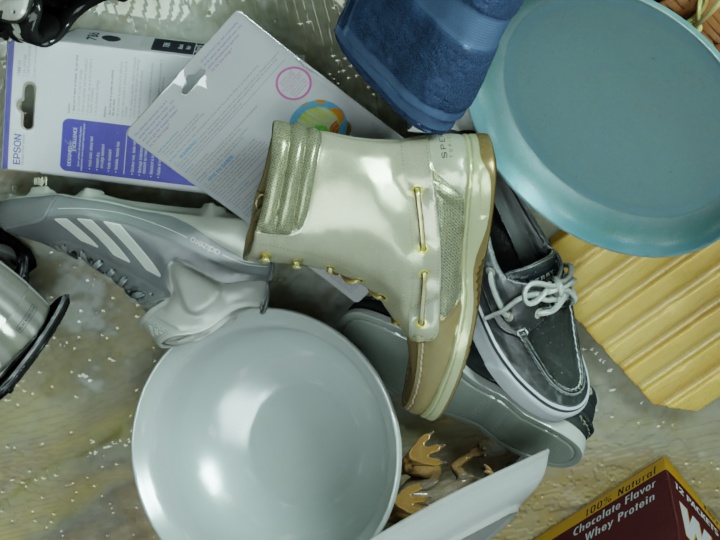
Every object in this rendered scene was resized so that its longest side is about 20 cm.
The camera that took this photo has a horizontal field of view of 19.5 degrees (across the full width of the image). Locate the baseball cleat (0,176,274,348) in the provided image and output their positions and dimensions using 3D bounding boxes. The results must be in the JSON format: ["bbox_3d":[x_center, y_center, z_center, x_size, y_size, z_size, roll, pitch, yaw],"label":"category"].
[{"bbox_3d":[-0.158,-0.003,1.425,0.200,0.070,0.107,5,83,14],"label":"baseball cleat"}]

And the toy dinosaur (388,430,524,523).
[{"bbox_3d":[0.035,0.168,1.507,0.200,0.060,0.106,-13,153,2],"label":"toy dinosaur"}]

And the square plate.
[{"bbox_3d":[0.023,0.209,1.446,0.028,0.200,0.198,56,140,14],"label":"square plate"}]

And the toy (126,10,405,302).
[{"bbox_3d":[-0.040,-0.079,1.386,0.200,0.047,0.115,38,112,-18],"label":"toy"}]

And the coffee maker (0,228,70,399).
[{"bbox_3d":[-0.334,0.022,1.433,0.192,0.135,0.200,-41,106,18],"label":"coffee maker"}]

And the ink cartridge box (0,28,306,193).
[{"bbox_3d":[-0.140,-0.107,1.423,0.200,0.039,0.100,7,114,-3],"label":"ink cartridge box"}]

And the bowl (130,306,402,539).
[{"bbox_3d":[-0.053,0.125,1.473,0.201,0.090,0.201,-1,89,21],"label":"bowl"}]

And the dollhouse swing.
[{"bbox_3d":[0.244,0.018,1.405,0.176,0.182,0.200,-41,107,6],"label":"dollhouse swing"}]

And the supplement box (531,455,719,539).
[{"bbox_3d":[0.182,0.274,1.490,0.197,0.200,0.133,-35,108,15],"label":"supplement box"}]

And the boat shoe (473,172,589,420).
[{"bbox_3d":[0.112,0.009,1.427,0.068,0.074,0.200,-18,97,52],"label":"boat shoe"}]

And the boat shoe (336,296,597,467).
[{"bbox_3d":[0.077,0.068,1.483,0.200,0.060,0.076,33,144,-14],"label":"boat shoe"}]

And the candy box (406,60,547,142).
[{"bbox_3d":[0.119,-0.186,1.362,0.168,0.072,0.200,4,113,-1],"label":"candy box"}]

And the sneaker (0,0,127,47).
[{"bbox_3d":[-0.236,-0.178,1.357,0.200,0.088,0.076,-24,150,13],"label":"sneaker"}]

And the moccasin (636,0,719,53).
[{"bbox_3d":[0.184,-0.172,1.286,0.074,0.078,0.201,-34,110,13],"label":"moccasin"}]

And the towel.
[{"bbox_3d":[0.054,-0.185,1.270,0.112,0.049,0.200,50,133,27],"label":"towel"}]

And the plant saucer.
[{"bbox_3d":[0.158,-0.096,1.300,0.200,0.027,0.200,21,137,22],"label":"plant saucer"}]

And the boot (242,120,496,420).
[{"bbox_3d":[0.000,0.000,1.361,0.154,0.072,0.200,4,115,-8],"label":"boot"}]
